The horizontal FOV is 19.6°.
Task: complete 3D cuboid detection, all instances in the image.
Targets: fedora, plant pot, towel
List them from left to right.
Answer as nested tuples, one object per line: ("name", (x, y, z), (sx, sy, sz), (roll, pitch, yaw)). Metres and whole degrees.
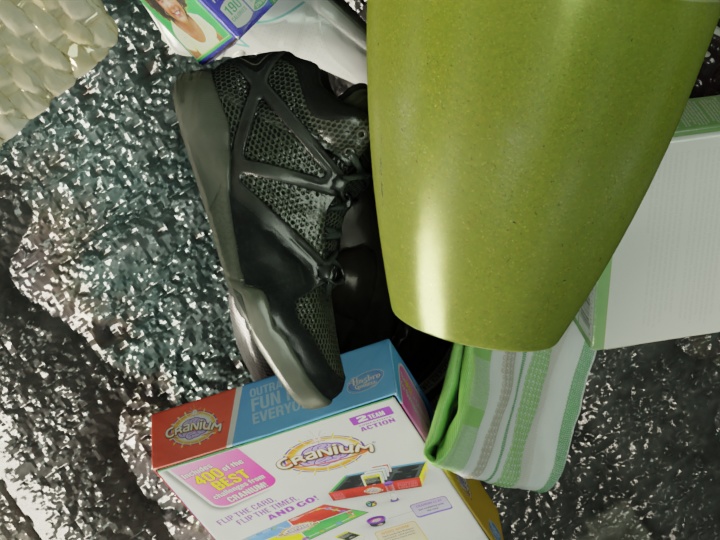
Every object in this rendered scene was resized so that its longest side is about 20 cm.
("fedora", (0.000, 0.000, 1.266), (0.176, 0.090, 0.201), (-14, 108, -12))
("plant pot", (0.078, -0.067, 1.098), (0.186, 0.187, 0.201), (7, 105, -18))
("towel", (0.100, 0.058, 1.258), (0.031, 0.200, 0.150), (13, 86, 24))

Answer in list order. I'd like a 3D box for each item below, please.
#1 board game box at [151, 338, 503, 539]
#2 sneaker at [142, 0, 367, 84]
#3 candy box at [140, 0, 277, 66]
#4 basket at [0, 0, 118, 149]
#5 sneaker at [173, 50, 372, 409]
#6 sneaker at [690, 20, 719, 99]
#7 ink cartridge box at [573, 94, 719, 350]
("board game box", (-0.015, 0.132, 1.250), (0.152, 0.040, 0.200), (-18, 139, 12))
("sneaker", (-0.071, -0.155, 1.221), (0.200, 0.070, 0.080), (31, 100, -13))
("candy box", (-0.092, -0.243, 1.135), (0.200, 0.077, 0.169), (45, 68, -8))
("basket", (-0.267, -0.144, 1.079), (0.198, 0.161, 0.200), (-43, 141, -3))
("sneaker", (-0.023, -0.029, 1.147), (0.114, 0.076, 0.200), (-18, 81, 9))
("sneaker", (0.221, -0.112, 1.284), (0.076, 0.116, 0.200), (35, 120, 4))
("ink cartridge box", (0.228, -0.033, 1.232), (0.199, 0.048, 0.146), (-8, 125, -12))
